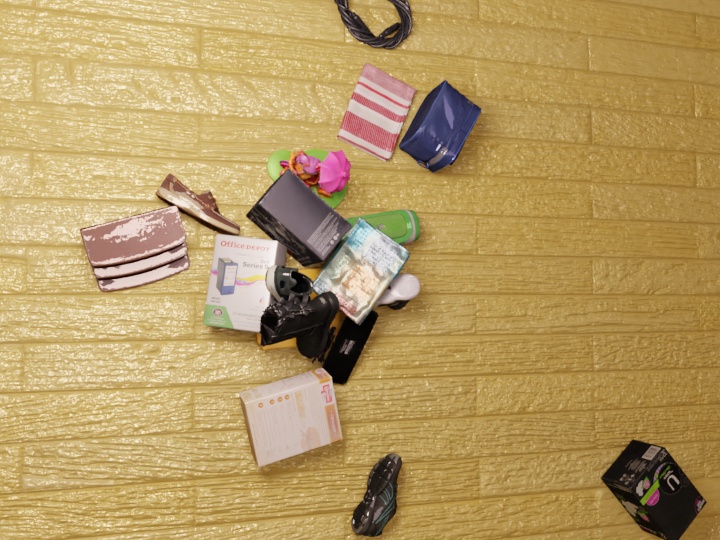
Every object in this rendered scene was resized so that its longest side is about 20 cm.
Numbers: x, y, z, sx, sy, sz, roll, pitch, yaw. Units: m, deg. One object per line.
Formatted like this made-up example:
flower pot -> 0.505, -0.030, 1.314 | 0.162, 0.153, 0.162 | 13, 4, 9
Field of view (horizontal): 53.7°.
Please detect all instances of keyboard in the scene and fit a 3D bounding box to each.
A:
keyboard -> -0.043, 0.163, 1.624 | 0.103, 0.040, 0.201 | 17, 108, -26

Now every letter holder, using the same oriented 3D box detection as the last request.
letter holder -> -0.467, -0.041, 1.499 | 0.198, 0.100, 0.143 | -17, 94, -18

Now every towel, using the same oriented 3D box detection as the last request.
towel -> 0.040, -0.382, 1.720 | 0.143, 0.023, 0.202 | 23, 80, -14
towel -> 0.000, 0.000, 1.577 | 0.146, 0.022, 0.201 | 35, 82, 10

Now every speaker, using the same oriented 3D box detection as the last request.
speaker -> 0.036, -0.090, 1.668 | 0.198, 0.088, 0.089 | -11, 90, -18

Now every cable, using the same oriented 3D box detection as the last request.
cable -> 0.029, -0.623, 1.723 | 0.198, 0.051, 0.165 | 3, 91, -20

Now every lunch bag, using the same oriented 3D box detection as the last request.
lunch bag -> 0.194, -0.331, 1.705 | 0.132, 0.136, 0.201 | 32, 78, -13

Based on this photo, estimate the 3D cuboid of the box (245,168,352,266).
box -> -0.140, -0.109, 1.553 | 0.182, 0.200, 0.104 | 42, 76, -10

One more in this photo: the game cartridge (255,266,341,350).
game cartridge -> -0.146, 0.086, 1.630 | 0.198, 0.032, 0.178 | -5, 88, -15

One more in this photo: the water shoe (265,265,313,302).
water shoe -> -0.134, 0.049, 1.521 | 0.078, 0.200, 0.072 | 1, 71, 20

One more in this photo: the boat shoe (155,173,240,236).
boat shoe -> -0.345, -0.145, 1.560 | 0.199, 0.072, 0.072 | 29, 79, -9

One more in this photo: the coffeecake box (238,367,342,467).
coffeecake box -> -0.152, 0.322, 1.572 | 0.198, 0.073, 0.155 | -14, 105, -18

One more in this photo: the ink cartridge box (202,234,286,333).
ink cartridge box -> -0.250, 0.030, 1.546 | 0.144, 0.088, 0.202 | 7, 82, 8

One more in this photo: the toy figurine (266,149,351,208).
toy figurine -> -0.099, -0.225, 1.582 | 0.199, 0.184, 0.151 | 22, 80, -14

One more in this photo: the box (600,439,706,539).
box -> 0.755, 0.566, 1.834 | 0.148, 0.124, 0.200 | -42, 100, -15

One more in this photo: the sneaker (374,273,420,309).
sneaker -> 0.042, 0.060, 1.656 | 0.198, 0.114, 0.076 | -8, 74, 5

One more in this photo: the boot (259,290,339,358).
boot -> -0.140, 0.127, 1.505 | 0.162, 0.199, 0.073 | -14, 53, -40

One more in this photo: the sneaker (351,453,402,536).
sneaker -> 0.050, 0.522, 1.651 | 0.079, 0.075, 0.201 | 30, 85, -27
